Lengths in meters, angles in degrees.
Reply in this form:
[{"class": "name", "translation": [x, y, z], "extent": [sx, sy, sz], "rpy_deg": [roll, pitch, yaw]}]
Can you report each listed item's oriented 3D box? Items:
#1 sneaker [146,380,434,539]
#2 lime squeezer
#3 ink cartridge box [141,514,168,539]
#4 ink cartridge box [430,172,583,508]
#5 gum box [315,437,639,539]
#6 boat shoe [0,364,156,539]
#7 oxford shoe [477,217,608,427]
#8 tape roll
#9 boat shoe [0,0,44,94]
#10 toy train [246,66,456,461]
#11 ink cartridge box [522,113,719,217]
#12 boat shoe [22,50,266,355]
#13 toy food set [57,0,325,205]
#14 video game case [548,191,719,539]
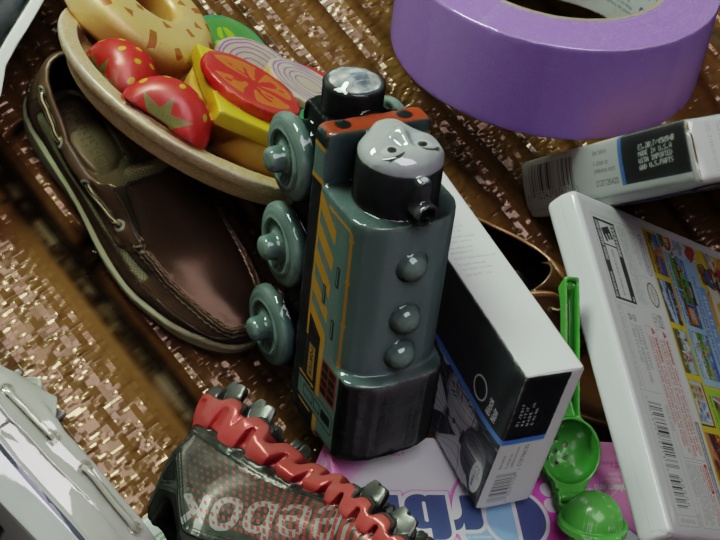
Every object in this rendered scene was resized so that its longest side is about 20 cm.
[{"class": "sneaker", "translation": [-0.031, 0.134, 0.673], "extent": [0.200, 0.071, 0.098], "rpy_deg": [28, 72, 41]}, {"class": "lime squeezer", "translation": [0.124, 0.106, 0.729], "extent": [0.038, 0.071, 0.201], "rpy_deg": [13, 49, -31]}, {"class": "ink cartridge box", "translation": [-0.071, 0.219, 0.724], "extent": [0.095, 0.037, 0.200], "rpy_deg": [-30, 75, -27]}, {"class": "ink cartridge box", "translation": [0.046, 0.021, 0.770], "extent": [0.039, 0.100, 0.200], "rpy_deg": [-7, 43, -24]}, {"class": "gum box", "translation": [0.077, 0.155, 0.762], "extent": [0.199, 0.066, 0.114], "rpy_deg": [3, 49, -15]}, {"class": "boat shoe", "translation": [-0.177, 0.084, 0.708], "extent": [0.200, 0.072, 0.066], "rpy_deg": [46, 49, 12]}, {"class": "oxford shoe", "translation": [0.118, 0.032, 0.845], "extent": [0.200, 0.071, 0.071], "rpy_deg": [30, 60, -4]}, {"class": "tape roll", "translation": [0.121, -0.166, 0.891], "extent": [0.199, 0.066, 0.200], "rpy_deg": [4, 40, -3]}, {"class": "boat shoe", "translation": [-0.223, -0.143, 0.811], "extent": [0.060, 0.076, 0.201], "rpy_deg": [29, 55, -23]}, {"class": "toy train", "translation": [0.000, 0.000, 0.721], "extent": [0.085, 0.201, 0.114], "rpy_deg": [-12, 39, -27]}, {"class": "ink cartridge box", "translation": [0.230, -0.072, 0.853], "extent": [0.199, 0.198, 0.047], "rpy_deg": [-12, 90, -20]}, {"class": "boat shoe", "translation": [-0.122, -0.040, 0.801], "extent": [0.075, 0.075, 0.202], "rpy_deg": [-40, 82, -27]}, {"class": "toy food set", "translation": [-0.079, -0.106, 0.809], "extent": [0.197, 0.049, 0.200], "rpy_deg": [21, 25, -29]}, {"class": "video game case", "translation": [0.188, 0.064, 0.821], "extent": [0.182, 0.023, 0.201], "rpy_deg": [16, 54, -47]}]
